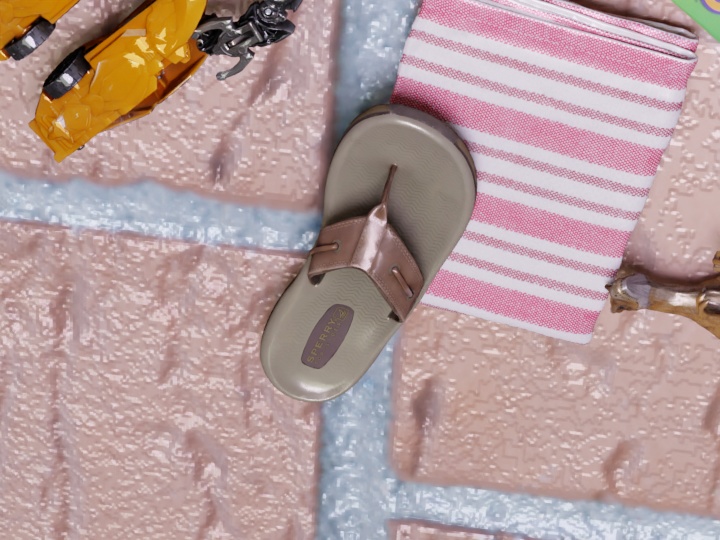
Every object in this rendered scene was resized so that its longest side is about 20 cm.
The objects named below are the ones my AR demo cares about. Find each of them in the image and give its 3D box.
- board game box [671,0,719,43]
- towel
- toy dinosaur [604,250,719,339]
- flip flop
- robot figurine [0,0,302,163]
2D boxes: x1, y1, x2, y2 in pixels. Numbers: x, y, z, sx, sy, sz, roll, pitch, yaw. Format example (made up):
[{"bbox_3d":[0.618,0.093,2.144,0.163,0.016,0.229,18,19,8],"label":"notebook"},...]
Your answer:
[{"bbox_3d":[0.151,-0.196,1.236,0.200,0.030,0.096,39,117,-12],"label":"board game box"},{"bbox_3d":[0.081,-0.058,1.328,0.146,0.030,0.200,17,123,-1],"label":"towel"},{"bbox_3d":[0.226,0.036,1.353,0.200,0.061,0.106,32,136,-14],"label":"toy dinosaur"},{"bbox_3d":[0.000,0.000,1.326,0.081,0.058,0.200,25,123,-7],"label":"flip flop"},{"bbox_3d":[-0.116,-0.151,1.284,0.200,0.058,0.145,-35,109,25],"label":"robot figurine"}]
